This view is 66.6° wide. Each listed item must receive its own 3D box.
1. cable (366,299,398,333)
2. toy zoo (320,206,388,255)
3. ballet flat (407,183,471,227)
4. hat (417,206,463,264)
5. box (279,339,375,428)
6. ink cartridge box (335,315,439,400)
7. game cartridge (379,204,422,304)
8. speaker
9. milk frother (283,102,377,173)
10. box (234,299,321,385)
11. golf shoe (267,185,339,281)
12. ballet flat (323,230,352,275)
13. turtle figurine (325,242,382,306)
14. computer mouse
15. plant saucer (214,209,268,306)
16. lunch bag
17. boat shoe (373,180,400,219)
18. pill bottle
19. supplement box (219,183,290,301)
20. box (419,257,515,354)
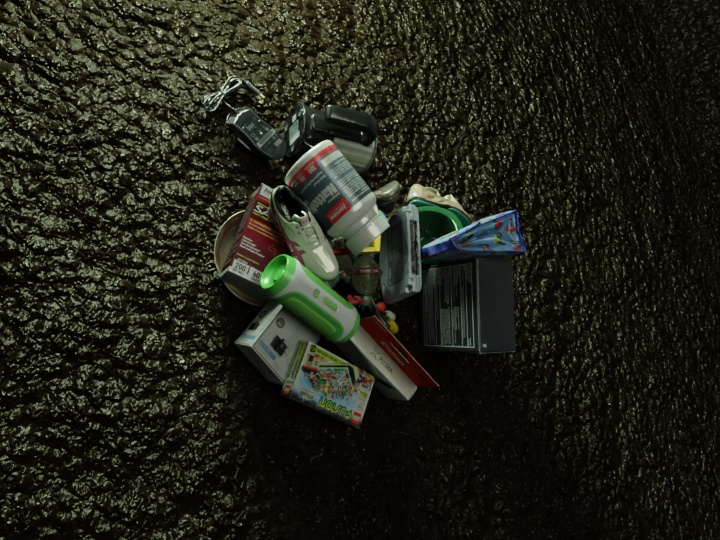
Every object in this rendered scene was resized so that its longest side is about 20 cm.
[{"bbox_3d":[0.045,0.089,1.161,0.050,0.200,0.098,-31,80,-2],"label":"cable"},{"bbox_3d":[-0.034,-0.097,1.116,0.196,0.020,0.134,-3,77,-20],"label":"toy zoo"},{"bbox_3d":[0.208,-0.171,1.410,0.198,0.068,0.068,21,56,-28],"label":"ballet flat"},{"bbox_3d":[0.183,-0.045,1.377,0.196,0.177,0.168,5,60,12],"label":"hat"},{"bbox_3d":[-0.059,0.226,1.077,0.199,0.034,0.112,35,65,-39],"label":"box"},{"bbox_3d":[0.043,0.183,1.113,0.200,0.173,0.044,48,66,-11],"label":"ink cartridge box"},{"bbox_3d":[0.087,-0.033,1.241,0.040,0.133,0.204,10,70,-30],"label":"game cartridge"},{"bbox_3d":[-0.090,0.056,1.015,0.200,0.088,0.090,41,55,-34],"label":"speaker"},{"bbox_3d":[-0.060,-0.250,1.209,0.185,0.180,0.204,7,91,-29],"label":"milk frother"},{"bbox_3d":[-0.137,0.106,1.069,0.201,0.060,0.117,-52,122,-31],"label":"box"},{"bbox_3d":[-0.108,-0.066,1.022,0.072,0.092,0.201,-36,87,-17],"label":"golf shoe"},{"bbox_3d":[-0.066,-0.081,1.201,0.067,0.062,0.202,-28,91,-36],"label":"ballet flat"},{"bbox_3d":[0.000,0.000,1.168,0.148,0.100,0.204,0,93,-37],"label":"turtle figurine"},{"bbox_3d":[-0.235,-0.325,1.187,0.199,0.046,0.142,37,54,-12],"label":"computer mouse"},{"bbox_3d":[-0.203,-0.023,1.111,0.197,0.032,0.204,11,68,-29],"label":"plant saucer"},{"bbox_3d":[0.228,-0.056,1.191,0.197,0.150,0.096,-13,89,-24],"label":"lunch bag"},{"bbox_3d":[0.056,-0.148,1.225,0.074,0.200,0.074,-30,97,-8],"label":"boat shoe"},{"bbox_3d":[-0.039,-0.133,1.046,0.201,0.119,0.119,50,55,-1],"label":"pill bottle"},{"bbox_3d":[-0.188,-0.056,1.076,0.108,0.061,0.203,27,60,-23],"label":"supplement box"},{"bbox_3d":[0.239,0.084,1.243,0.121,0.197,0.204,2,84,-32],"label":"box"}]
